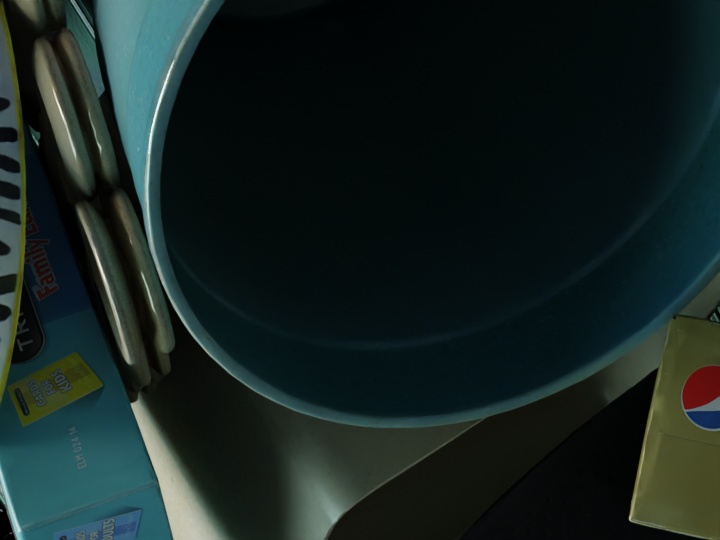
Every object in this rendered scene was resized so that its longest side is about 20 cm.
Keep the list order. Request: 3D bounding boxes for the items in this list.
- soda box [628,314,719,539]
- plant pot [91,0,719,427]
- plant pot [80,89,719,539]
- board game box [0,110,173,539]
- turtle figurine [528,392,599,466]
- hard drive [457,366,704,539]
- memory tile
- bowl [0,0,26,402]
[{"bbox_3d":[0.129,0.057,0.866,0.067,0.065,0.200,11,177,9],"label":"soda box"},{"bbox_3d":[0.006,-0.089,0.807,0.201,0.199,0.188,61,179,-41],"label":"plant pot"},{"bbox_3d":[0.000,0.000,0.972,0.177,0.199,0.200,53,156,12],"label":"plant pot"},{"bbox_3d":[-0.108,0.037,0.899,0.151,0.047,0.201,83,167,-55],"label":"board game box"},{"bbox_3d":[0.104,0.061,1.127,0.200,0.101,0.150,43,-148,7],"label":"turtle figurine"},{"bbox_3d":[0.107,0.120,0.983,0.135,0.200,0.042,55,150,-3],"label":"hard drive"},{"bbox_3d":[-0.092,-0.035,0.854,0.200,0.017,0.154,132,119,-80],"label":"memory tile"},{"bbox_3d":[-0.184,-0.025,0.828,0.200,0.094,0.203,3,94,61],"label":"bowl"}]
